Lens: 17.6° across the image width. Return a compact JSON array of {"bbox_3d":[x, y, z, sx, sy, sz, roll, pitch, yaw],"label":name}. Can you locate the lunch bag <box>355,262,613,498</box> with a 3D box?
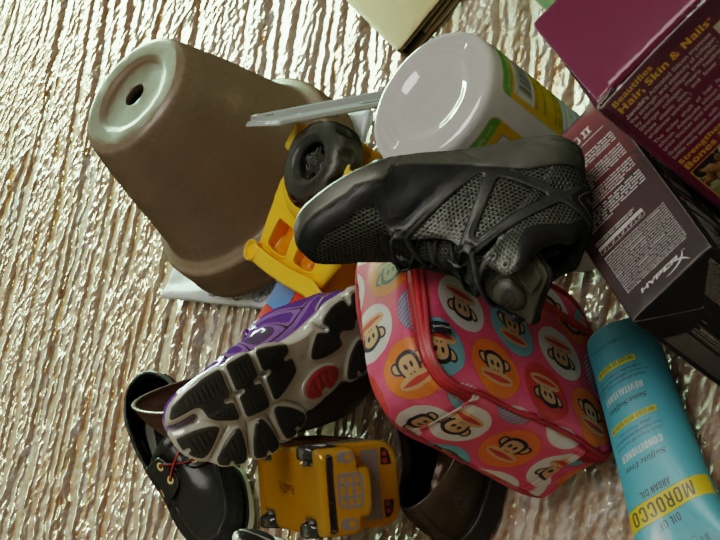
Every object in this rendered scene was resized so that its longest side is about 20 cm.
[{"bbox_3d":[0.086,0.051,1.633,0.082,0.200,0.176,-36,43,31],"label":"lunch bag"}]

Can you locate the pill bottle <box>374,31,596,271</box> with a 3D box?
[{"bbox_3d":[0.113,-0.079,1.692,0.111,0.200,0.111,-27,46,32],"label":"pill bottle"}]

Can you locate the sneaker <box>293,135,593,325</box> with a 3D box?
[{"bbox_3d":[0.058,-0.018,1.524,0.199,0.076,0.114,-9,56,-2],"label":"sneaker"}]

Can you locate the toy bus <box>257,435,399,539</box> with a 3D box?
[{"bbox_3d":[-0.027,0.157,1.707,0.200,0.078,0.065,172,95,-72],"label":"toy bus"}]

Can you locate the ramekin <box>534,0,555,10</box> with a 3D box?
[{"bbox_3d":[0.212,-0.199,1.682,0.098,0.200,0.200,-57,38,12],"label":"ramekin"}]

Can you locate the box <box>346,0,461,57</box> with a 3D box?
[{"bbox_3d":[0.049,-0.293,2.054,0.164,0.021,0.200,-50,38,8],"label":"box"}]

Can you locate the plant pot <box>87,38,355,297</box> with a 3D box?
[{"bbox_3d":[-0.130,-0.106,1.957,0.200,0.175,0.200,-28,42,29],"label":"plant pot"}]

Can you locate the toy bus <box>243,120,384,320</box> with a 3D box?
[{"bbox_3d":[0.000,0.000,1.816,0.200,0.136,0.192,32,94,50],"label":"toy bus"}]

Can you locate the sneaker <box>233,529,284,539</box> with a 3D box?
[{"bbox_3d":[-0.065,0.272,1.726,0.083,0.081,0.200,-54,32,25],"label":"sneaker"}]

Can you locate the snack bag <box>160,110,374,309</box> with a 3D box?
[{"bbox_3d":[-0.081,-0.059,2.027,0.188,0.021,0.200,5,68,49],"label":"snack bag"}]

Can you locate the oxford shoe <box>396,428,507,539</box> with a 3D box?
[{"bbox_3d":[0.071,0.100,1.706,0.073,0.084,0.200,-18,50,40],"label":"oxford shoe"}]

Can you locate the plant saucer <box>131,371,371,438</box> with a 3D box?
[{"bbox_3d":[-0.077,0.103,1.811,0.200,0.200,0.037,-3,100,45],"label":"plant saucer"}]

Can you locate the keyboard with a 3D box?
[{"bbox_3d":[0.006,-0.134,1.871,0.056,0.200,0.011,15,114,57],"label":"keyboard"}]

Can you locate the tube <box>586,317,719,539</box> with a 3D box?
[{"bbox_3d":[0.202,0.126,1.585,0.077,0.050,0.200,-40,46,31],"label":"tube"}]

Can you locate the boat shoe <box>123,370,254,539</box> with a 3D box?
[{"bbox_3d":[-0.145,0.161,1.911,0.074,0.063,0.201,-43,41,12],"label":"boat shoe"}]

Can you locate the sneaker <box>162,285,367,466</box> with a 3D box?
[{"bbox_3d":[-0.070,0.076,1.694,0.200,0.081,0.083,-31,23,-36],"label":"sneaker"}]

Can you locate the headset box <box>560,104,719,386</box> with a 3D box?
[{"bbox_3d":[0.213,-0.018,1.587,0.077,0.149,0.200,-45,41,13],"label":"headset box"}]

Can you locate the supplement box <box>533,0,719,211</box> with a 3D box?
[{"bbox_3d":[0.232,-0.135,1.543,0.131,0.200,0.103,-44,44,12],"label":"supplement box"}]
